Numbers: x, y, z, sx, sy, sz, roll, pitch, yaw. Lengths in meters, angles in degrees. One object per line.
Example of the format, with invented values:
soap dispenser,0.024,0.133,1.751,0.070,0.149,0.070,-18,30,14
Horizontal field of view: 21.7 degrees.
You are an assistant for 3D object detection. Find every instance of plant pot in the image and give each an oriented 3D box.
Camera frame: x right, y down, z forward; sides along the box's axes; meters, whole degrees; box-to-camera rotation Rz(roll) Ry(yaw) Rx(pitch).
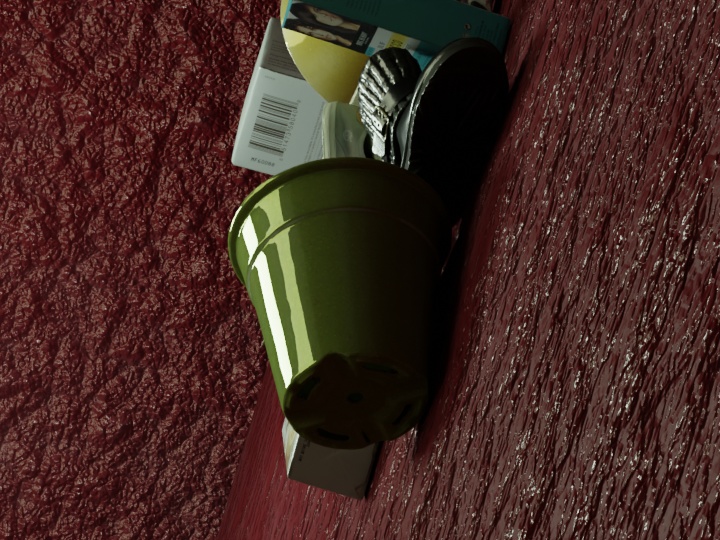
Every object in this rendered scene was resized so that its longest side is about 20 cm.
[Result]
plant pot,-0.011,0.043,1.588,0.201,0.198,0.191,112,160,-44
plant pot,0.026,-0.301,2.221,0.142,0.199,0.201,-31,35,41

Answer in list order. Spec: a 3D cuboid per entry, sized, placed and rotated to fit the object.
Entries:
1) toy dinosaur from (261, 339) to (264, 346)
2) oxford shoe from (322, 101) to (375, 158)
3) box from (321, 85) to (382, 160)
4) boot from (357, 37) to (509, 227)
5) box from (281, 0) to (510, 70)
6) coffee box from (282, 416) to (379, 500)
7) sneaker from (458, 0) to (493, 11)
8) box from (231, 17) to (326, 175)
toy dinosaur,0.000,0.000,1.745,0.199,0.061,0.106,-31,-15,29
oxford shoe,-0.003,-0.073,1.882,0.075,0.057,0.202,-80,-12,-65
box,0.030,-0.161,1.954,0.201,0.082,0.068,-62,-11,4
boot,0.057,-0.154,1.650,0.159,0.079,0.212,-105,26,-43
box,0.031,-0.227,1.724,0.082,0.198,0.050,127,160,-75
coffee box,-0.024,0.139,1.843,0.200,0.079,0.115,-114,41,-81
sneaker,0.094,-0.235,1.842,0.090,0.078,0.201,99,-171,-63
box,-0.090,-0.272,3.095,0.172,0.198,0.200,-84,11,-54
